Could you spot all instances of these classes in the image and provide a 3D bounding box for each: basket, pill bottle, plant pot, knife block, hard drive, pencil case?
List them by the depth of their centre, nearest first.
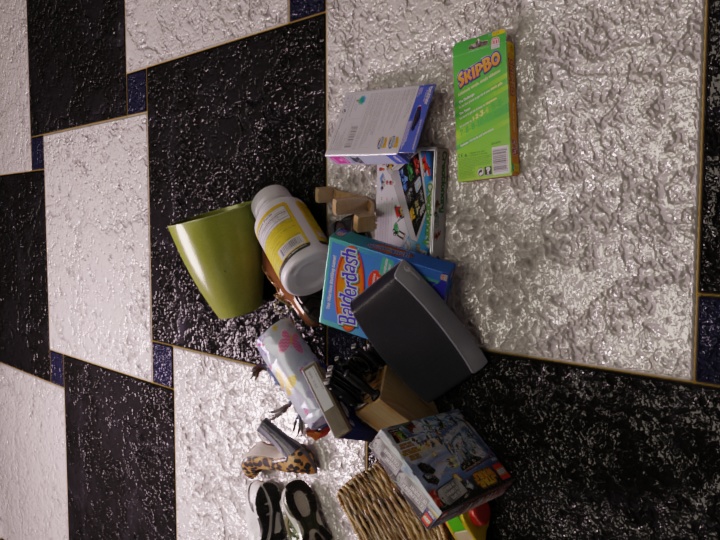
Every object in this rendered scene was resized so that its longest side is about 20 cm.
[{"bbox_3d":[0.082,0.098,1.036,0.134,0.042,0.201,-38,94,30],"label":"hard drive"},{"bbox_3d":[0.036,0.212,1.074,0.064,0.173,0.204,-37,68,38],"label":"knife block"},{"bbox_3d":[0.075,0.411,1.129,0.141,0.149,0.202,-34,65,4],"label":"basket"},{"bbox_3d":[-0.105,0.184,1.248,0.201,0.090,0.084,52,135,16],"label":"pencil case"},{"bbox_3d":[-0.126,-0.062,1.254,0.112,0.109,0.202,-57,48,30],"label":"pill bottle"},{"bbox_3d":[-0.262,-0.016,1.370,0.184,0.185,0.205,-5,104,44],"label":"plant pot"}]

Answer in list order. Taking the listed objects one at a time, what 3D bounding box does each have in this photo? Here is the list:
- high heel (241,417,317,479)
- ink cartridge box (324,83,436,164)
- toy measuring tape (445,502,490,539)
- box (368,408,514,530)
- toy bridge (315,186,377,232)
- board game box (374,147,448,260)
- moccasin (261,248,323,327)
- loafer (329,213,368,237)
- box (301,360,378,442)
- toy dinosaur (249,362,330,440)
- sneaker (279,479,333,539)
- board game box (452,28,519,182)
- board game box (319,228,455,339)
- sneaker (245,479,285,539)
[{"bbox_3d":[-0.162,0.394,1.369,0.141,0.071,0.202,36,133,13],"label":"high heel"},{"bbox_3d":[0.037,-0.231,1.110,0.197,0.042,0.122,7,74,46],"label":"ink cartridge box"},{"bbox_3d":[0.180,0.396,1.039,0.073,0.073,0.202,-30,94,40],"label":"toy measuring tape"},{"bbox_3d":[0.119,0.273,0.980,0.137,0.198,0.040,50,118,30],"label":"box"},{"bbox_3d":[-0.015,-0.109,1.171,0.200,0.066,0.028,-139,46,-58],"label":"toy bridge"},{"bbox_3d":[0.078,-0.092,1.109,0.124,0.034,0.206,8,99,44],"label":"board game box"},{"bbox_3d":[-0.130,0.033,1.297,0.201,0.073,0.079,46,131,29],"label":"moccasin"},{"bbox_3d":[0.000,0.000,1.171,0.062,0.071,0.204,-29,70,37],"label":"loafer"},{"bbox_3d":[-0.022,0.221,1.140,0.032,0.200,0.123,-33,67,7],"label":"box"},{"bbox_3d":[-0.119,0.223,1.293,0.179,0.105,0.204,25,100,21],"label":"toy dinosaur"},{"bbox_3d":[-0.106,0.508,1.317,0.089,0.075,0.204,-48,55,50],"label":"sneaker"},{"bbox_3d":[0.181,-0.236,1.005,0.094,0.030,0.206,-1,94,44],"label":"board game box"},{"bbox_3d":[0.038,0.037,1.081,0.196,0.045,0.156,17,117,17],"label":"board game box"},{"bbox_3d":[-0.196,0.525,1.407,0.079,0.072,0.206,-4,86,58],"label":"sneaker"}]
